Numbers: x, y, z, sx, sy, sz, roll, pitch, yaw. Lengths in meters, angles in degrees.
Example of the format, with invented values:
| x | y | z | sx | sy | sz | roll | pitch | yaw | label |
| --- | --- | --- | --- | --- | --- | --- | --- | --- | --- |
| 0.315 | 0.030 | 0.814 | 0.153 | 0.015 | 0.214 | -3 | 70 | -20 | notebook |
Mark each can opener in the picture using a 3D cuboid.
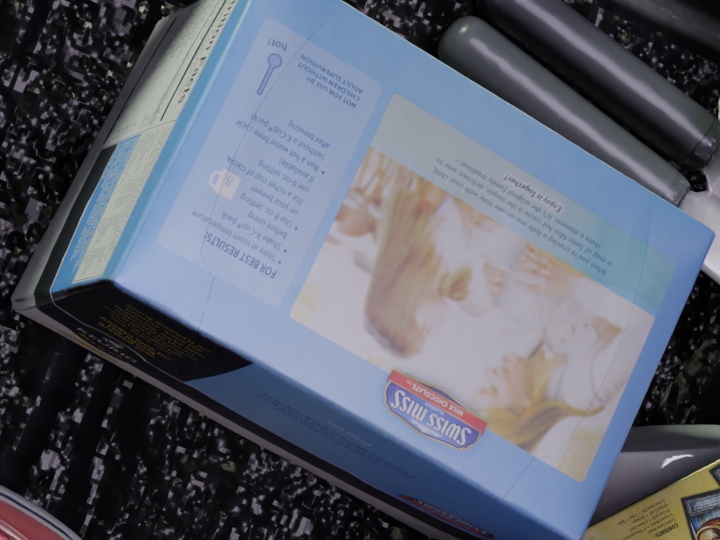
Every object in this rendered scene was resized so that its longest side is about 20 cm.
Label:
| x | y | z | sx | sy | sz | roll | pitch | yaw | label |
| --- | --- | --- | --- | --- | --- | --- | --- | --- | --- |
| 0.117 | -0.043 | 1.024 | 0.200 | 0.066 | 0.053 | 37 | 78 | -8 | can opener |

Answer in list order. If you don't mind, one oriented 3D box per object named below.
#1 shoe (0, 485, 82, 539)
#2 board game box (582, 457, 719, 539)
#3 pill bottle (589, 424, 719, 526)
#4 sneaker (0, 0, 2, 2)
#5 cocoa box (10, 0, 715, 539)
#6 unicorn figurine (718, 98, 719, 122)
| x | y | z | sx | sy | sz | roll | pitch | yaw | label |
| --- | --- | --- | --- | --- | --- | --- | --- | --- | --- |
| -0.097 | 0.154 | 0.919 | 0.071 | 0.091 | 0.200 | -40 | 93 | -11 | shoe |
| 0.149 | 0.134 | 0.913 | 0.200 | 0.035 | 0.136 | -27 | 75 | -1 | board game box |
| 0.119 | 0.165 | 0.998 | 0.109 | 0.110 | 0.201 | -4 | 93 | -19 | pill bottle |
| -0.161 | -0.140 | 0.928 | 0.085 | 0.073 | 0.200 | 41 | 85 | 18 | sneaker |
| 0.000 | 0.000 | 0.934 | 0.200 | 0.131 | 0.134 | 30 | 75 | -17 | cocoa box |
| 0.174 | -0.119 | 0.997 | 0.200 | 0.074 | 0.137 | -39 | 86 | -28 | unicorn figurine |
